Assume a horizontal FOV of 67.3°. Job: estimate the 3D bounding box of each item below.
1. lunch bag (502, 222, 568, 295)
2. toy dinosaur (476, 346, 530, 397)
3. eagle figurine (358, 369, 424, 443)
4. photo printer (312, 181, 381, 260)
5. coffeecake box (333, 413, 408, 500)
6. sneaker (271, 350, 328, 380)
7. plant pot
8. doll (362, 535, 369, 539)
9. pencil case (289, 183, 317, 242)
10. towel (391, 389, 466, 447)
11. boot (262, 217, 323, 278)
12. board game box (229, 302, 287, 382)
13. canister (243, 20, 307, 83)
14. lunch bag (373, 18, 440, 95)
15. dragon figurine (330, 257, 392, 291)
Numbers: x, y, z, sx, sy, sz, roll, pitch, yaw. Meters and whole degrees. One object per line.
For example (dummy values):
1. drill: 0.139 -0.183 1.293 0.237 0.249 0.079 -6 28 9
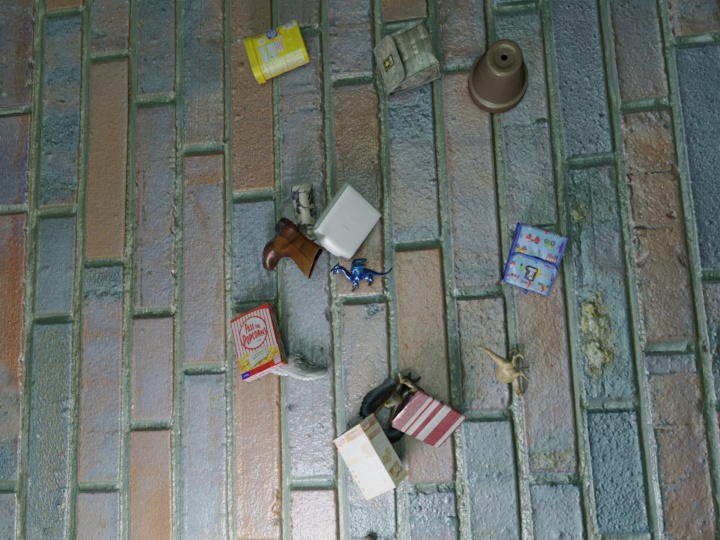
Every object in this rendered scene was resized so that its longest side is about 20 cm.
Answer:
1. lunch bag: 0.530 -0.028 1.666 0.145 0.094 0.208 16 97 8
2. toy dinosaur: 0.448 0.287 1.643 0.100 0.058 0.202 -39 80 3
3. eagle figurine: 0.103 0.402 1.657 0.203 0.147 0.154 -57 34 27
4. photo printer: -0.048 -0.149 1.724 0.165 0.069 0.202 39 88 -22
5. coffeecake box: 0.028 0.558 1.619 0.153 0.072 0.204 -41 77 42
6. sneaker: -0.194 0.298 1.716 0.192 0.075 0.085 8 86 9
7. plant pot: 0.441 -0.625 1.694 0.192 0.175 0.209 -1 83 6
8. doll: 0.047 0.907 1.626 0.132 0.048 0.207 -19 75 15
9. pencil case: -0.176 -0.188 1.772 0.076 0.088 0.208 -18 80 33
10. towel: 0.203 0.442 1.603 0.197 0.023 0.145 31 109 -25
11. boot: -0.215 -0.038 1.723 0.199 0.068 0.192 39 104 28
12. board game box: -0.326 0.229 1.728 0.147 0.046 0.206 -24 67 11
13. canister: -0.283 -0.747 1.848 0.193 0.087 0.154 -20 81 3
14. lunch bag: 0.146 -0.688 1.771 0.194 0.117 0.170 -21 82 10
15. dragon figurine: 0.000 0.000 1.716 0.193 0.059 0.102 -17 110 12
